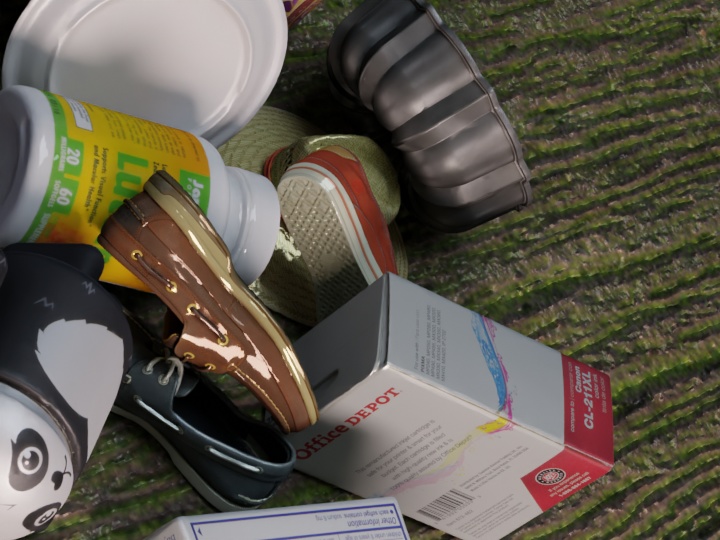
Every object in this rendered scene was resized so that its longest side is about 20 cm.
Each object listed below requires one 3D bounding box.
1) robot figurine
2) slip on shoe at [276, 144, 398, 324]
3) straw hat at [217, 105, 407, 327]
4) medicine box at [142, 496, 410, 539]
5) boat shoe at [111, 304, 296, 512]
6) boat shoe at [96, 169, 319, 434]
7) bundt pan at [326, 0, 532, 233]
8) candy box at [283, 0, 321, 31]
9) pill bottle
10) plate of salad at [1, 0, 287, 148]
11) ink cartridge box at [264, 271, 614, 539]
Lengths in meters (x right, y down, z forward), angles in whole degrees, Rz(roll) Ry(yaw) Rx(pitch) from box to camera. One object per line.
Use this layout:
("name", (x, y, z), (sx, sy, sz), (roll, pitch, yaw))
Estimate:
("robot figurine", (-0.209, 0.070, 1.438), (0.150, 0.125, 0.200), (38, 44, -17))
("slip on shoe", (0.000, 0.000, 1.666), (0.061, 0.074, 0.200), (-51, 131, -42))
("straw hat", (-0.020, -0.057, 1.727), (0.201, 0.085, 0.202), (23, 50, -30))
("medicine box", (-0.042, 0.255, 1.478), (0.182, 0.103, 0.201), (0, 63, -42))
("boat shoe", (-0.122, 0.074, 1.561), (0.200, 0.062, 0.073), (46, 42, -7))
("boat shoe", (-0.098, 0.031, 1.531), (0.067, 0.072, 0.200), (-37, 113, -8))
("bundt pan", (0.041, -0.113, 1.764), (0.076, 0.202, 0.202), (-32, 85, -10))
("candy box", (-0.110, -0.263, 1.766), (0.200, 0.117, 0.056), (54, 42, 1))
("pill bottle", (-0.157, -0.046, 1.576), (0.200, 0.111, 0.111), (14, 54, -35))
("plate of salad", (-0.146, -0.147, 1.604), (0.200, 0.200, 0.048), (15, 32, -34))
("ink cartridge box", (0.053, 0.099, 1.639), (0.200, 0.146, 0.083), (26, 48, -27))
